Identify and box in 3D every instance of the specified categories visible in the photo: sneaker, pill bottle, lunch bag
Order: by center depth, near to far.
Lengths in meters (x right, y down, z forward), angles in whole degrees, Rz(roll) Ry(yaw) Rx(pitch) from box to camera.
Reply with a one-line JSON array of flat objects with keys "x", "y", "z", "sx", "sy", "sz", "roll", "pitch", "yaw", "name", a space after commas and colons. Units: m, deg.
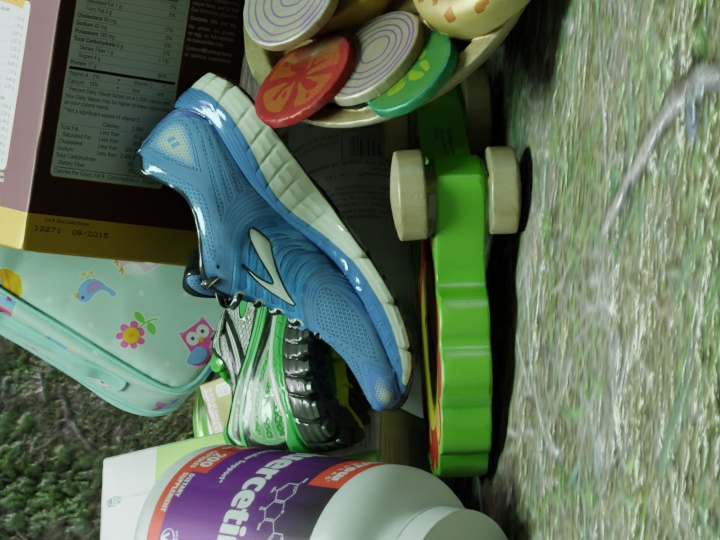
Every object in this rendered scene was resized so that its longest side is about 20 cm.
[{"x": -0.018, "y": 0.151, "z": 1.483, "sx": 0.200, "sy": 0.112, "sz": 0.113, "roll": 2, "pitch": 87, "yaw": 47, "name": "pill bottle"}, {"x": -0.046, "y": -0.003, "z": 1.527, "sx": 0.200, "sy": 0.089, "sz": 0.079, "roll": 52, "pitch": 178, "yaw": -3, "name": "sneaker"}, {"x": -0.051, "y": 0.018, "z": 1.615, "sx": 0.078, "sy": 0.085, "sz": 0.201, "roll": 40, "pitch": -143, "yaw": -43, "name": "sneaker"}, {"x": 0.000, "y": 0.000, "z": 1.723, "sx": 0.115, "sy": 0.114, "sz": 0.201, "roll": 102, "pitch": 170, "yaw": -49, "name": "pill bottle"}, {"x": -0.166, "y": -0.010, "z": 1.839, "sx": 0.161, "sy": 0.200, "sz": 0.077, "roll": -61, "pitch": 7, "yaw": -21, "name": "lunch bag"}]

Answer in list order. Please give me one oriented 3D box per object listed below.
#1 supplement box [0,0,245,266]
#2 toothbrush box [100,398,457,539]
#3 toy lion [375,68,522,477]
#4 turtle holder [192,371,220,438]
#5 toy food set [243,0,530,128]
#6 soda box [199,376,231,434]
[{"x": -0.177, "y": -0.118, "z": 1.591, "sx": 0.197, "sy": 0.132, "sz": 0.201, "roll": 13, "pitch": 95, "yaw": 46, "name": "supplement box"}, {"x": -0.048, "y": 0.167, "z": 1.644, "sx": 0.086, "sy": 0.199, "sz": 0.146, "roll": 29, "pitch": -126, "yaw": -51, "name": "toothbrush box"}, {"x": 0.048, "y": 0.008, "z": 1.577, "sx": 0.200, "sy": 0.068, "sz": 0.192, "roll": -100, "pitch": 8, "yaw": -66, "name": "toy lion"}, {"x": -0.033, "y": 0.111, "z": 1.854, "sx": 0.132, "sy": 0.140, "sz": 0.186, "roll": 144, "pitch": 140, "yaw": -61, "name": "turtle holder"}, {"x": 0.013, "y": -0.158, "z": 1.482, "sx": 0.198, "sy": 0.049, "sz": 0.200, "roll": -42, "pitch": 46, "yaw": 11, "name": "toy food set"}, {"x": -0.030, "y": 0.154, "z": 1.746, "sx": 0.068, "sy": 0.064, "sz": 0.201, "roll": -1, "pitch": -108, "yaw": -59, "name": "soda box"}]
